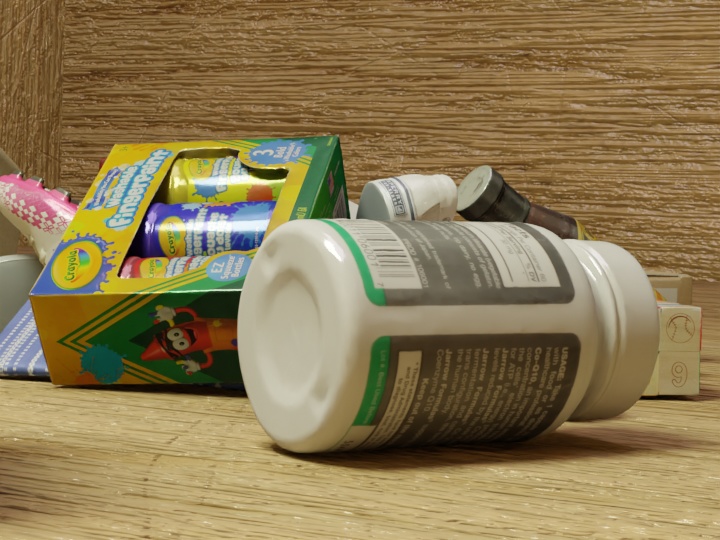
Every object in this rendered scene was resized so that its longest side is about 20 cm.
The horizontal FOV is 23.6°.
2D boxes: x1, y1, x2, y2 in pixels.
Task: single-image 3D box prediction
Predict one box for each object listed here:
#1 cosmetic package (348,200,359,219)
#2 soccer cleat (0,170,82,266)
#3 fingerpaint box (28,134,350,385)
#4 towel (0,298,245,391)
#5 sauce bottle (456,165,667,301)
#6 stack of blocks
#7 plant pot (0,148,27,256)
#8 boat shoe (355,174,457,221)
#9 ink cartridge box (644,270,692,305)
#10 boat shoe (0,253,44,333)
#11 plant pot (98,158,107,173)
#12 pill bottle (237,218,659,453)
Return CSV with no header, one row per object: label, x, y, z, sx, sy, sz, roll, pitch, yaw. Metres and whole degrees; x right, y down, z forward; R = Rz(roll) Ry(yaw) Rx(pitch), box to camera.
cosmetic package,0.000,0.000,1.361,0.050,0.083,0.199,-4,23,-44
soccer cleat,-0.206,-0.003,1.273,0.199,0.087,0.070,27,-5,22
fingerpaint box,-0.105,-0.012,1.130,0.165,0.074,0.201,-1,32,12
towel,-0.139,0.039,1.157,0.198,0.024,0.145,2,27,15
sauce bottle,0.150,-0.002,1.260,0.199,0.066,0.066,38,-15,-25
stack of blocks,0.122,0.049,1.178,0.197,0.059,0.115,1,2,-6
plant pot,-0.395,-0.036,1.453,0.198,0.203,0.177,3,-10,32
boat shoe,0.035,-0.004,1.243,0.085,0.075,0.203,-13,-33,-20
ink cartridge box,0.148,0.034,1.414,0.199,0.076,0.164,1,4,-41
boat shoe,-0.218,0.016,1.366,0.197,0.074,0.068,1,20,-26
plant pot,-0.341,-0.095,2.885,0.198,0.185,0.200,2,3,0
pill bottle,0.048,0.032,0.871,0.198,0.115,0.113,1,2,-32
